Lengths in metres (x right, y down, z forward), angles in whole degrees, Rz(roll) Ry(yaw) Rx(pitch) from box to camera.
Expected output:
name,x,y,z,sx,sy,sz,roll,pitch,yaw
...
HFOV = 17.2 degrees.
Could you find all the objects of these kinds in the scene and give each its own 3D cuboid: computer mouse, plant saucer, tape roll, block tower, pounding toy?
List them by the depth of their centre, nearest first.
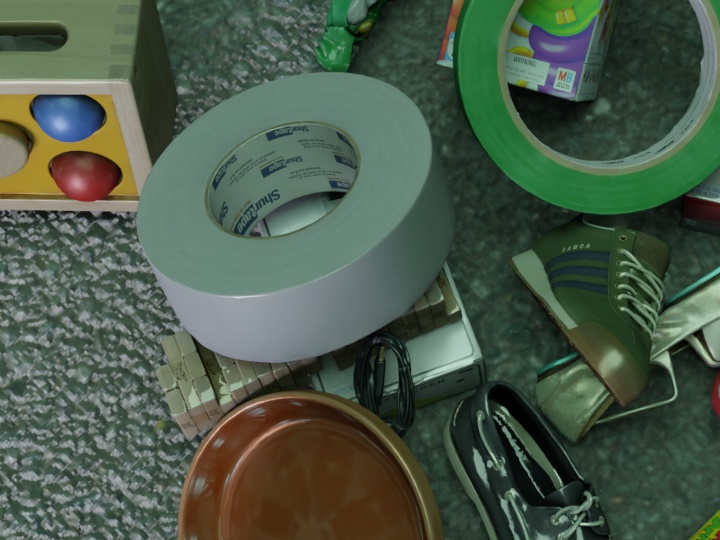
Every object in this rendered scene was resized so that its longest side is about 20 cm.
name,x,y,z,sx,sy,sz,roll,pitch,yaw
tape roll,-0.041,-0.037,1.532,0.199,0.066,0.201,-12,44,12
plant saucer,-0.030,0.177,1.535,0.199,0.032,0.202,3,95,32
computer mouse,0.004,0.135,1.550,0.058,0.034,0.201,20,107,24
block tower,-0.036,0.040,1.554,0.199,0.058,0.054,-23,71,-2
tape roll,0.161,-0.138,1.558,0.199,0.048,0.202,0,98,-3
pounding toy,-0.238,-0.100,1.633,0.199,0.184,0.143,0,58,5

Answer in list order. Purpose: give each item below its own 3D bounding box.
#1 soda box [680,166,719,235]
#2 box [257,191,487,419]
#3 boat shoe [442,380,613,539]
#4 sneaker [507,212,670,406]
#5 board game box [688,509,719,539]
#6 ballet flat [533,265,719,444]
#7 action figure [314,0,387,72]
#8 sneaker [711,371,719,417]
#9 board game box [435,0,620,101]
name,x,y,z,sx,sy,sz,roll,pitch,yaw
soda box,0.321,-0.048,1.612,0.199,0.063,0.070,13,72,10
box,0.000,0.000,1.626,0.116,0.060,0.201,-21,70,-2
boat shoe,0.123,0.160,1.546,0.072,0.063,0.200,-19,65,-32
sneaker,0.164,0.010,1.545,0.090,0.200,0.067,-37,114,3
board game box,0.240,0.217,1.510,0.200,0.048,0.102,-42,106,-10
ballet flat,0.211,0.051,1.591,0.199,0.067,0.063,-31,77,5
action figure,0.024,-0.228,1.694,0.055,0.118,0.201,30,84,2
sneaker,0.325,0.066,1.578,0.199,0.113,0.072,-2,65,-28
board game box,0.132,-0.226,1.632,0.102,0.105,0.201,16,98,11
